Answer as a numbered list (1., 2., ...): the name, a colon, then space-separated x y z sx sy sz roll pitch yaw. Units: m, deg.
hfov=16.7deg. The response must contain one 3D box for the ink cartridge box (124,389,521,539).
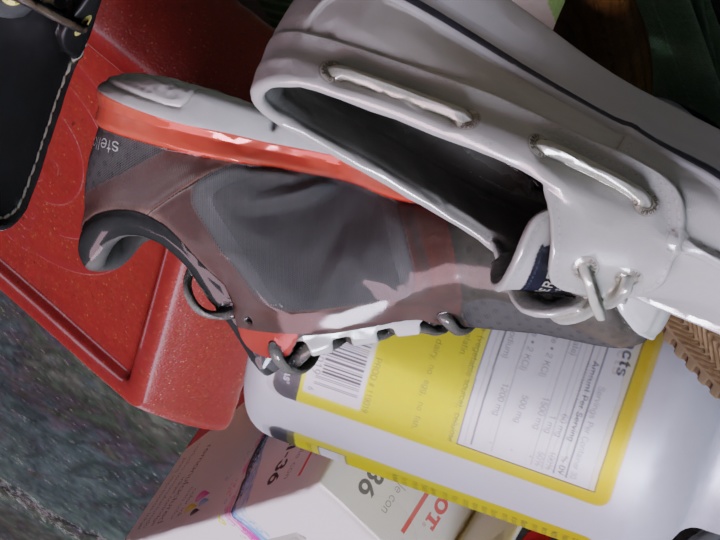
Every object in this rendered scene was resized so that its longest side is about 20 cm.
1. ink cartridge box: 0.002 0.072 0.981 0.067 0.117 0.200 43 147 -17

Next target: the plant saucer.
1. plant saucer: -0.113 -0.051 0.917 0.200 0.037 0.200 39 139 17

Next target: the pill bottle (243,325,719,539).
1. pill bottle: 0.068 0.035 0.861 0.200 0.112 0.112 19 147 8

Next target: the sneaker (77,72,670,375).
1. sneaker: 0.000 0.000 0.788 0.200 0.082 0.077 19 -177 17

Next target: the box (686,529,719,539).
1. box: 0.170 0.210 0.975 0.200 0.036 0.144 56 151 17

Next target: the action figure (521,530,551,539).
1. action figure: 0.089 0.169 1.102 0.065 0.052 0.200 18 151 34

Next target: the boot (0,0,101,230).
1. boot: -0.070 -0.106 0.748 0.150 0.200 0.073 2 165 33

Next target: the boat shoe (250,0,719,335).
1. boat shoe: 0.061 -0.018 0.695 0.200 0.066 0.072 35 156 -6

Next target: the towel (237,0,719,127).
1. towel: 0.030 -0.088 0.826 0.200 0.023 0.153 9 142 33

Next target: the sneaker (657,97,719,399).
1. sneaker: 0.169 0.011 0.785 0.200 0.108 0.070 53 153 12

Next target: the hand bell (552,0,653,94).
1. hand bell: 0.067 -0.094 0.696 0.104 0.104 0.200 22 146 19
